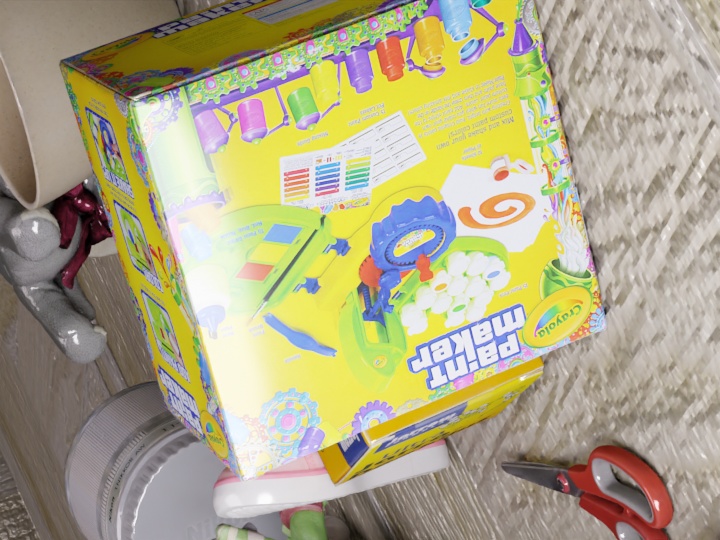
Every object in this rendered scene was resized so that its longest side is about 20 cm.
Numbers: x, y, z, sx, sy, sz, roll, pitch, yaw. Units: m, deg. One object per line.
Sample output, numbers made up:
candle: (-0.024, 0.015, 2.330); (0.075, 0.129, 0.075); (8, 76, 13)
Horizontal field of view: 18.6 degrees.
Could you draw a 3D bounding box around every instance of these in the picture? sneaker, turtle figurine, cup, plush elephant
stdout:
sneaker: (-0.025, 0.085, 1.304); (0.075, 0.200, 0.105); (-15, 86, 36)
turtle figurine: (-0.070, 0.226, 1.571); (0.144, 0.200, 0.194); (43, -156, -19)
cup: (-0.207, -0.162, 1.589); (0.201, 0.143, 0.201); (57, 160, 34)
plush elephant: (-0.236, -0.049, 1.829); (0.200, 0.155, 0.165); (35, 153, 47)

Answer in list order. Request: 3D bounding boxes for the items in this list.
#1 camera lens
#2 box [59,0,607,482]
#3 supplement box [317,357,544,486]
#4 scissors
camera lens: (-0.143, 0.182, 1.779); (0.200, 0.160, 0.160); (22, 132, 66)
box: (-0.012, -0.036, 1.058); (0.122, 0.199, 0.193); (30, 138, 63)
supplement box: (0.000, 0.000, 1.217); (0.201, 0.109, 0.110); (65, 163, 11)
scissors: (0.115, 0.107, 1.171); (0.200, 0.014, 0.073); (34, 145, 63)
